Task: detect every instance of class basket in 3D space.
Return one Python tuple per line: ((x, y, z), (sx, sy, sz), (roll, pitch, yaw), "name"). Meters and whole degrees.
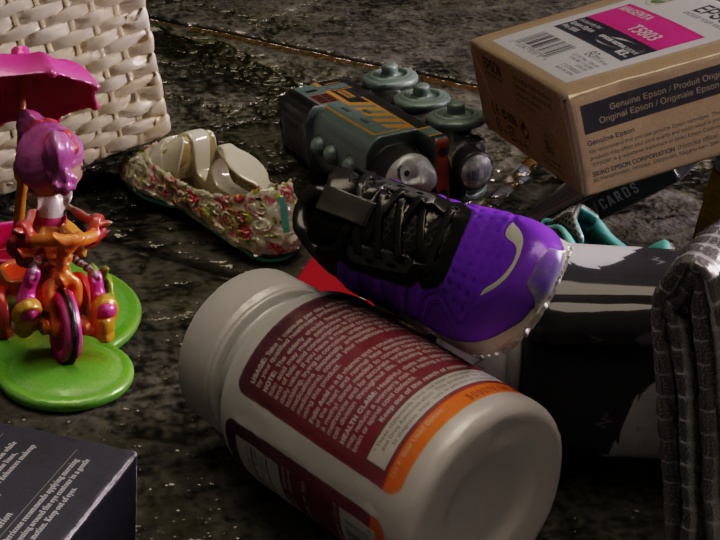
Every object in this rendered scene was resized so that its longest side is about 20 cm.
((-0.264, -0.181, 1.230), (0.199, 0.199, 0.161), (-21, 38, -19), "basket")

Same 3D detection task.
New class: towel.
((0.218, 0.062, 0.839), (0.085, 0.201, 0.165), (5, 21, 34), "towel")

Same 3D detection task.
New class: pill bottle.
((-0.001, 0.079, 0.858), (0.114, 0.115, 0.200), (-18, 34, -38), "pill bottle")

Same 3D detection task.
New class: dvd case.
((0.203, -0.076, 1.206), (0.150, 0.025, 0.200), (-28, 6, 36), "dvd case")

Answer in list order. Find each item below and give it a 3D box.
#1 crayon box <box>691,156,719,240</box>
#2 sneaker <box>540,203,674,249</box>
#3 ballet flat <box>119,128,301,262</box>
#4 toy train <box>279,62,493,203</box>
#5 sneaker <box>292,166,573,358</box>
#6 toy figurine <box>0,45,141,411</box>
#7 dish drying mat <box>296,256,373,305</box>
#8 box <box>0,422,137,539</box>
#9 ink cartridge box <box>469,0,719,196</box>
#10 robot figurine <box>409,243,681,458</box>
((0.309, -0.023, 1.100), (0.058, 0.119, 0.200), (2, 25, -22), "crayon box")
((0.128, -0.006, 1.077), (0.199, 0.092, 0.078), (18, 29, 27), "sneaker")
((-0.108, -0.069, 1.203), (0.075, 0.064, 0.200), (-20, 34, -39), "ballet flat")
((0.019, -0.100, 1.266), (0.114, 0.086, 0.200), (-15, 29, -23), "toy train")
((0.023, -0.013, 0.845), (0.099, 0.070, 0.200), (34, -12, -26), "sneaker")
((-0.201, -0.040, 0.993), (0.150, 0.185, 0.200), (-9, 29, -24), "toy figurine")
((0.000, 0.000, 1.128), (0.076, 0.018, 0.200), (9, 27, 13), "dish drying mat")
((-0.217, 0.150, 0.695), (0.181, 0.105, 0.200), (12, 27, 13), "box")
((0.186, -0.132, 1.127), (0.164, 0.075, 0.200), (-19, 22, -10), "ink cartridge box")
((0.127, 0.043, 0.935), (0.199, 0.151, 0.125), (2, 39, -4), "robot figurine")
